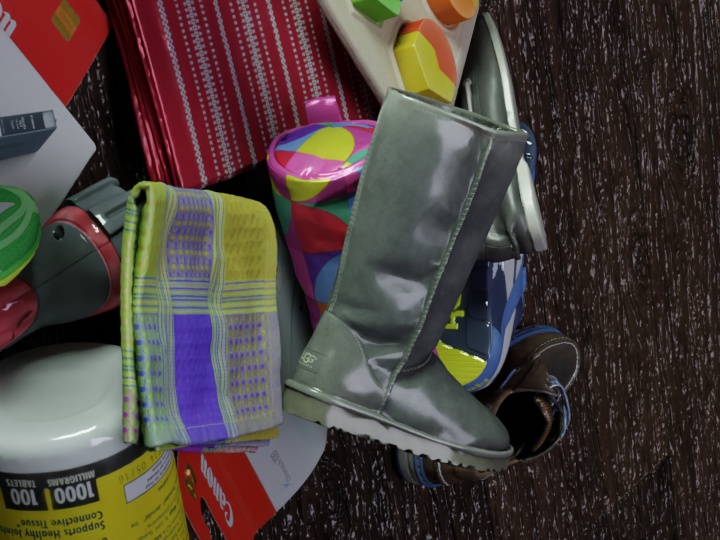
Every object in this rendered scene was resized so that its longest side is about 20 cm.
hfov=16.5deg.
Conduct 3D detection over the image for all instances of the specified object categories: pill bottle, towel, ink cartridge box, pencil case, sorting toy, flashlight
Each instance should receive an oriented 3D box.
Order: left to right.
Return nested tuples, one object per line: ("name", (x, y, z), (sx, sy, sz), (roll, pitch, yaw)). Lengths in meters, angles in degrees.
("ink cartridge box", (-0.205, -0.125, 1.314), (0.176, 0.045, 0.200), (-61, 140, -23))
("flashlight", (-0.194, 0.025, 1.292), (0.200, 0.068, 0.068), (-32, 132, -27))
("pill bottle", (-0.148, 0.149, 1.336), (0.112, 0.112, 0.200), (-37, 129, -44))
("towel", (-0.082, 0.026, 1.326), (0.200, 0.023, 0.144), (12, 76, -73))
("towel", (-0.067, -0.136, 1.489), (0.200, 0.022, 0.145), (-23, 103, -45))
("ink cartridge box", (-0.061, 0.086, 1.472), (0.160, 0.047, 0.200), (68, 19, -51))
("pencil case", (0.000, 0.000, 1.499), (0.088, 0.088, 0.200), (-40, 129, -42))
("sorting toy", (0.028, -0.182, 1.568), (0.185, 0.036, 0.200), (-74, 146, -45))

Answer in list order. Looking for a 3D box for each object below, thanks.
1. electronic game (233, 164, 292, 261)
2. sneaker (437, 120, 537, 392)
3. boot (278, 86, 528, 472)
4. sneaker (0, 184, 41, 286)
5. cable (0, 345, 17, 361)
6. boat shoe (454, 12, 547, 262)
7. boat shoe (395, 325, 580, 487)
("electronic game", (-0.009, -0.060, 1.597), (0.200, 0.042, 0.200), (-3, 94, -48))
("sneaker", (0.079, -0.008, 1.708), (0.082, 0.074, 0.200), (46, 56, -64))
("boot", (0.050, 0.008, 1.450), (0.182, 0.073, 0.200), (20, 88, -42))
("sneaker", (-0.237, -0.035, 1.217), (0.200, 0.074, 0.084), (6, 126, -40))
("cable", (-0.165, 0.044, 1.411), (0.163, 0.051, 0.200), (29, 79, -48))
("boat shoe", (0.080, -0.092, 1.663), (0.067, 0.057, 0.200), (71, 8, -54))
("boat shoe", (0.110, 0.103, 1.770), (0.200, 0.072, 0.072), (-37, 126, -44))
